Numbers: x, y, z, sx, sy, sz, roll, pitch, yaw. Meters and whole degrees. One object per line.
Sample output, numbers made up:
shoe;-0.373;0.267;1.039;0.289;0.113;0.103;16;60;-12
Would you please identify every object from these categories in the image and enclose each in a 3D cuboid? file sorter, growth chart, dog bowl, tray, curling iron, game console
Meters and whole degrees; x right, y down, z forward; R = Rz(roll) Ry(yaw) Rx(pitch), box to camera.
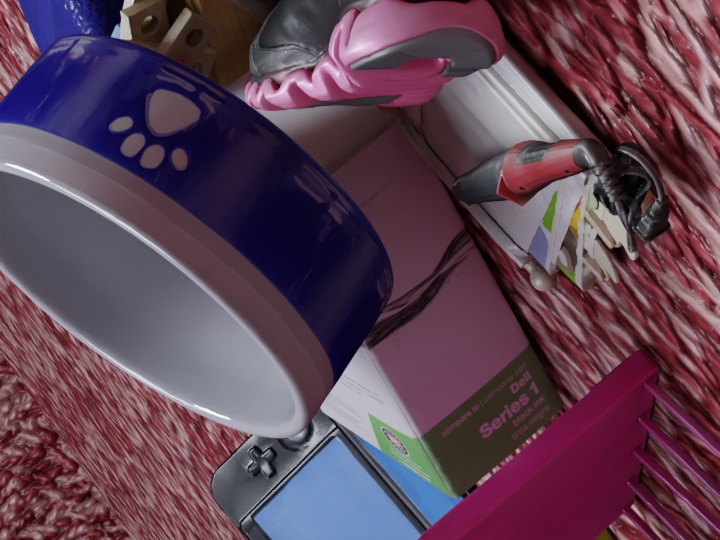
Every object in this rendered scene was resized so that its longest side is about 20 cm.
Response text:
file sorter;0.120;0.158;1.249;0.125;0.139;0.200;46;166;19
growth chart;0.065;-0.049;1.150;0.145;0.018;0.200;50;167;5
dog bowl;-0.086;-0.014;1.198;0.200;0.079;0.200;30;160;12
tray;-0.093;-0.134;1.416;0.099;0.037;0.200;46;165;22
curling iron;0.073;-0.032;1.077;0.050;0.026;0.200;59;164;-11
game console;-0.002;0.161;1.731;0.200;0.176;0.116;49;-165;14

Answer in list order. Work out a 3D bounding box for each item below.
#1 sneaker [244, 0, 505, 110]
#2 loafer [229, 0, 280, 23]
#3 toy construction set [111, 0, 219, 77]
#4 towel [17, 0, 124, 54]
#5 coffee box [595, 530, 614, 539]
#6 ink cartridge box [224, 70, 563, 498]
sneaker;0.002;-0.116;1.066;0.200;0.079;0.096;165;99;-69
loafer;-0.048;-0.147;1.151;0.073;0.071;0.200;40;162;42
toy construction set;-0.135;-0.164;1.263;0.200;0.131;0.092;43;174;24
towel;-0.151;-0.153;1.397;0.148;0.049;0.200;99;147;-65
coffee box;0.083;0.267;1.513;0.198;0.200;0.200;51;164;2
ink cartridge box;0.000;0.000;1.348;0.146;0.084;0.200;30;154;56
